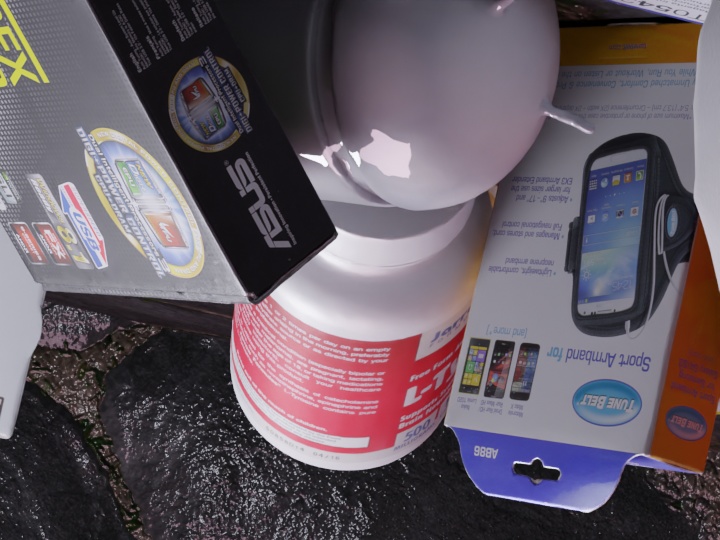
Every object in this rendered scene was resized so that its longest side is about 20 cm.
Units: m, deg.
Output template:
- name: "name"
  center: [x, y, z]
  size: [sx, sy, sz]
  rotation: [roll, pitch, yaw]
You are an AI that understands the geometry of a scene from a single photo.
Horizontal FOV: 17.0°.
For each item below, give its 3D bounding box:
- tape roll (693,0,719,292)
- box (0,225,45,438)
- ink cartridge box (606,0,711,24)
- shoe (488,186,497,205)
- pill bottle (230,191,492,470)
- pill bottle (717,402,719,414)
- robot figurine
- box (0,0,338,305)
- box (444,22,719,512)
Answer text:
- name: "tape roll"
  center: [0.181, -0.033, 0.575]
  size: [0.201, 0.204, 0.071]
  rotation: [14, 174, -17]
- name: "box"
  center: [-0.397, 0.037, 2.204]
  size: [0.198, 0.201, 0.131]
  rotation: [14, 172, -15]
- name: "ink cartridge box"
  center: [0.164, -0.102, 0.731]
  size: [0.195, 0.044, 0.200]
  rotation: [13, 177, -4]
- name: "shoe"
  center: [0.091, -0.046, 1.319]
  size: [0.070, 0.053, 0.200]
  rotation: [46, -173, 30]
- name: "pill bottle"
  center: [0.000, 0.000, 1.082]
  size: [0.111, 0.113, 0.200]
  rotation: [12, 150, 1]
- name: "pill bottle"
  center: [0.168, 0.027, 1.323]
  size: [0.110, 0.112, 0.200]
  rotation: [8, -175, 31]
- name: "robot figurine"
  center: [-0.010, -0.082, 0.882]
  size: [0.199, 0.114, 0.170]
  rotation: [7, 156, 36]
- name: "box"
  center: [-0.108, -0.084, 0.832]
  size: [0.160, 0.044, 0.201]
  rotation: [4, 127, 56]
- name: "box"
  center: [0.102, -0.001, 0.986]
  size: [0.041, 0.202, 0.119]
  rotation: [17, 172, -40]
